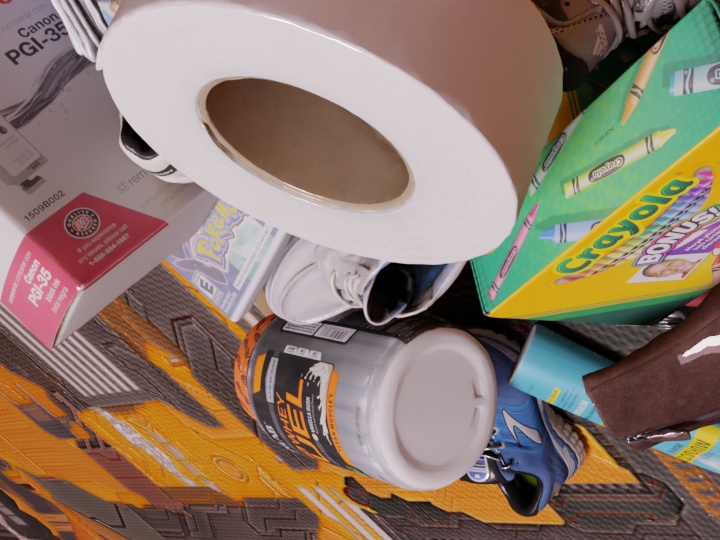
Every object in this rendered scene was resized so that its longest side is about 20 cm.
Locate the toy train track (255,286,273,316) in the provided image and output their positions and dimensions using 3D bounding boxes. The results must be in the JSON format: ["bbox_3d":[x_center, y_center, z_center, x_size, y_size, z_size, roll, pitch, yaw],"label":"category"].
[{"bbox_3d":[-0.108,-0.046,1.059,0.115,0.033,0.200,10,138,47],"label":"toy train track"}]

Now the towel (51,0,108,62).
[{"bbox_3d":[-0.203,-0.222,0.775,0.200,0.024,0.147,58,174,49],"label":"towel"}]

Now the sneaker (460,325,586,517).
[{"bbox_3d":[0.109,0.122,1.035,0.078,0.089,0.200,-5,131,47],"label":"sneaker"}]

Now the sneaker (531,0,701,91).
[{"bbox_3d":[0.142,-0.120,0.616,0.200,0.116,0.075,18,147,26],"label":"sneaker"}]

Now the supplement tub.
[{"bbox_3d":[-0.003,0.088,0.978,0.200,0.123,0.123,6,142,53],"label":"supplement tub"}]

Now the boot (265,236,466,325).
[{"bbox_3d":[0.000,0.000,0.880,0.073,0.096,0.200,29,130,-24],"label":"boot"}]

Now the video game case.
[{"bbox_3d":[-0.118,-0.076,0.861,0.182,0.023,0.200,42,144,6],"label":"video game case"}]

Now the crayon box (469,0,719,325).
[{"bbox_3d":[0.155,-0.042,0.635,0.119,0.058,0.200,4,150,-30],"label":"crayon box"}]

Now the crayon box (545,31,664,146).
[{"bbox_3d":[0.073,-0.114,0.735,0.200,0.058,0.119,28,150,9],"label":"crayon box"}]

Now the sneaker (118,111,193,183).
[{"bbox_3d":[-0.091,-0.148,0.732,0.075,0.201,0.088,8,-175,13],"label":"sneaker"}]

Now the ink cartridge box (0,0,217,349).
[{"bbox_3d":[-0.204,-0.075,0.805,0.200,0.147,0.083,43,142,4],"label":"ink cartridge box"}]

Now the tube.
[{"bbox_3d":[0.209,0.104,0.963,0.200,0.050,0.077,25,163,4],"label":"tube"}]

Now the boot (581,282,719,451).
[{"bbox_3d":[0.226,0.052,0.727,0.166,0.072,0.200,-31,147,19],"label":"boot"}]

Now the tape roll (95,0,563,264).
[{"bbox_3d":[-0.014,-0.083,0.590,0.202,0.071,0.203,20,159,8],"label":"tape roll"}]

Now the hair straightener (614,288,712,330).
[{"bbox_3d":[0.207,0.031,0.853,0.200,0.041,0.077,3,138,42],"label":"hair straightener"}]
